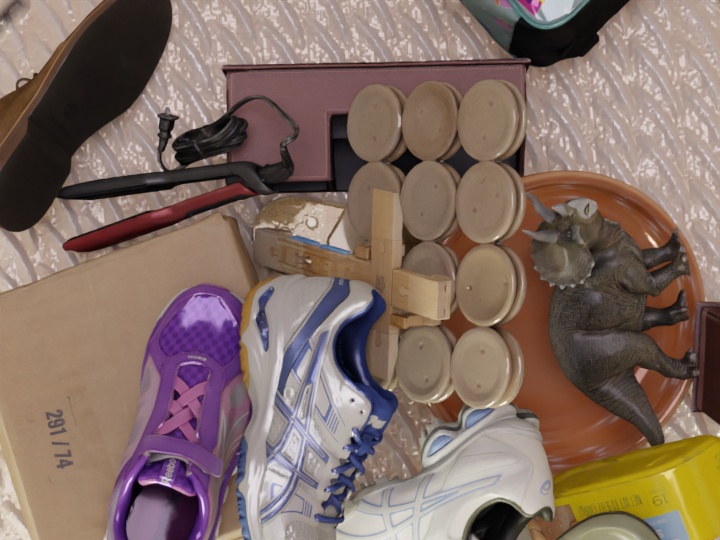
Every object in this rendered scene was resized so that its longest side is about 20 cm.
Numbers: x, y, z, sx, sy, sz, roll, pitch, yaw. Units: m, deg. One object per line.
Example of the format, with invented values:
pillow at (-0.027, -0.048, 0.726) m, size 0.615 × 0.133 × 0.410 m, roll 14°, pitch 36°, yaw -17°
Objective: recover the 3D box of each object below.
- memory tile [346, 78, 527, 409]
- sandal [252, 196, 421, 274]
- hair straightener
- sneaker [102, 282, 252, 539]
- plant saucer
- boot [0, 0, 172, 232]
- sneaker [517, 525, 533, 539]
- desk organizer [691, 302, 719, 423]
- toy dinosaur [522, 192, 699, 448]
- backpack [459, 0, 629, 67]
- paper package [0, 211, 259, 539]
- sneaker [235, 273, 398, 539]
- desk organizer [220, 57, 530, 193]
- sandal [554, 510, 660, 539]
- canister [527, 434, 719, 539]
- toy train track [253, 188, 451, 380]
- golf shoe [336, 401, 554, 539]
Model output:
memory tile at (0.046, -0.017, 1.465) m, size 0.017 × 0.153 × 0.201 m, roll 3°, pitch 88°, yaw -42°
sandal at (0.033, -0.019, 1.550) m, size 0.211 × 0.070 × 0.078 m, roll 3°, pitch 84°, yaw 1°
hair straightener at (-0.119, -0.070, 1.525) m, size 0.200 × 0.041 × 0.077 m, roll -17°, pitch 82°, yaw 36°
sneaker at (-0.107, 0.105, 1.426) m, size 0.080 × 0.088 × 0.201 m, roll 13°, pitch 83°, yaw 4°
plant saucer at (0.124, 0.033, 1.532) m, size 0.200 × 0.037 × 0.201 m, roll -2°, pitch 100°, yaw -14°
boot at (-0.203, -0.119, 1.568) m, size 0.075 × 0.074 × 0.200 m, roll 20°, pitch 66°, yaw 42°
sneaker at (0.089, 0.231, 1.517) m, size 0.070 × 0.080 × 0.201 m, roll 21°, pitch 83°, yaw 5°
desk organizer at (0.318, 0.063, 1.507) m, size 0.199 × 0.077 × 0.072 m, roll 1°, pitch 98°, yaw -7°
toy dinosaur at (0.157, 0.027, 1.493) m, size 0.102 × 0.077 × 0.200 m, roll -7°, pitch 118°, yaw 2°
backpack at (0.106, -0.258, 1.537) m, size 0.176 × 0.153 × 0.200 m, roll -43°, pitch 73°, yaw -9°
paper package at (-0.137, 0.088, 1.524) m, size 0.190 × 0.103 × 0.200 m, roll -20°, pitch 84°, yaw -1°
sneaker at (-0.022, 0.101, 1.418) m, size 0.088 × 0.075 × 0.201 m, roll -4°, pitch 87°, yaw 21°
desk organizer at (0.011, -0.094, 1.559) m, size 0.199 × 0.072 × 0.077 m, roll -1°, pitch 86°, yaw 1°
sandal at (0.101, 0.222, 1.425) m, size 0.080 × 0.057 × 0.201 m, roll 38°, pitch 113°, yaw -5°
canister at (0.194, 0.214, 1.474) m, size 0.148 × 0.086 × 0.200 m, roll -19°, pitch 94°, yaw 42°
toy train track at (0.000, 0.000, 1.483) m, size 0.032 × 0.200 × 0.115 m, roll -5°, pitch 103°, yaw -35°
golf shoe at (0.043, 0.169, 1.482) m, size 0.200 × 0.078 × 0.097 m, roll -47°, pitch 47°, yaw 29°
